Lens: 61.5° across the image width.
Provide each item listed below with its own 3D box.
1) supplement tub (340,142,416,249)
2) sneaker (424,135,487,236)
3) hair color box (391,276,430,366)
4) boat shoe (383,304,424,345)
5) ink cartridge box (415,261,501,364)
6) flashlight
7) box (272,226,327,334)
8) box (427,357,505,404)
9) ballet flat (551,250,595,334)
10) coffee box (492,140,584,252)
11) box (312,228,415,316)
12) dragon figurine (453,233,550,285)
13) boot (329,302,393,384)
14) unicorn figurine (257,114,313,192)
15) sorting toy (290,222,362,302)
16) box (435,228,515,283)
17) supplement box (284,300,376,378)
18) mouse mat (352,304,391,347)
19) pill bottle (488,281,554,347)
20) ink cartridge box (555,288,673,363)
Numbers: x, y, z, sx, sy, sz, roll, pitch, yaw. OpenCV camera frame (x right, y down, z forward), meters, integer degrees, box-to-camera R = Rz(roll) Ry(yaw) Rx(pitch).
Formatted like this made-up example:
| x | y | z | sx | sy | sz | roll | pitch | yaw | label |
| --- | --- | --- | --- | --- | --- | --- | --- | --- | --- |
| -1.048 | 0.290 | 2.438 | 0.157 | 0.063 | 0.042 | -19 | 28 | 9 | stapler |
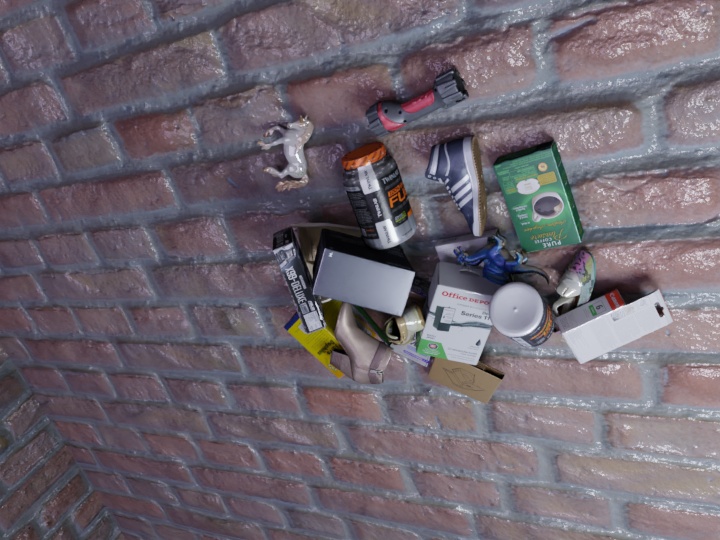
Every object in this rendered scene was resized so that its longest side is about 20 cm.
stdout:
| x | y | z | sx | sy | sz | roll | pitch | yaw | label |
| --- | --- | --- | --- | --- | --- | --- | --- | --- | --- |
| 0.036 | -0.158 | 1.282 | 0.121 | 0.123 | 0.202 | -6 | 118 | 31 | supplement tub |
| 0.193 | -0.165 | 1.223 | 0.107 | 0.070 | 0.203 | -2 | 113 | 24 | sneaker |
| 0.142 | 0.124 | 1.449 | 0.108 | 0.065 | 0.202 | 23 | 127 | 15 | hair color box |
| 0.086 | 0.127 | 1.353 | 0.200 | 0.065 | 0.075 | 111 | 142 | -66 | boat shoe |
| 0.210 | 0.095 | 1.310 | 0.144 | 0.084 | 0.202 | 11 | 126 | -1 | ink cartridge box |
| 0.105 | -0.326 | 1.173 | 0.198 | 0.067 | 0.069 | -20 | 80 | 35 | flashlight |
| -0.135 | 0.018 | 1.331 | 0.049 | 0.158 | 0.202 | -21 | 107 | -1 | box |
| 0.248 | 0.251 | 1.447 | 0.162 | 0.021 | 0.201 | 24 | 154 | 12 | box |
| 0.428 | 0.055 | 1.235 | 0.069 | 0.070 | 0.202 | -124 | 26 | -50 | ballet flat |
| 0.347 | -0.138 | 1.176 | 0.122 | 0.044 | 0.202 | -13 | 113 | 35 | coffee box |
| 0.000 | 0.000 | 1.313 | 0.197 | 0.182 | 0.106 | 14 | 104 | -8 | box |
| 0.284 | -0.006 | 1.218 | 0.199 | 0.059 | 0.100 | 37 | 113 | 20 | dragon figurine |
| 0.008 | 0.174 | 1.445 | 0.144 | 0.070 | 0.203 | 15 | 112 | 12 | boot |
| -0.160 | -0.274 | 1.355 | 0.135 | 0.074 | 0.202 | 1 | 136 | 17 | unicorn figurine |
| -0.051 | -0.035 | 1.435 | 0.177 | 0.107 | 0.203 | -2 | 113 | 17 | sorting toy |
| 0.261 | 0.015 | 1.329 | 0.143 | 0.036 | 0.202 | -10 | 116 | 33 | box |
| -0.078 | 0.158 | 1.561 | 0.200 | 0.109 | 0.109 | 43 | 131 | -3 | supplement box |
| 0.017 | 0.111 | 1.393 | 0.008 | 0.200 | 0.161 | -41 | 83 | 0 | mouse mat |
| 0.331 | 0.095 | 1.216 | 0.105 | 0.200 | 0.108 | -7 | 74 | 25 | pill bottle |
| 0.506 | 0.100 | 1.211 | 0.198 | 0.051 | 0.109 | -30 | 125 | 18 | ink cartridge box |
